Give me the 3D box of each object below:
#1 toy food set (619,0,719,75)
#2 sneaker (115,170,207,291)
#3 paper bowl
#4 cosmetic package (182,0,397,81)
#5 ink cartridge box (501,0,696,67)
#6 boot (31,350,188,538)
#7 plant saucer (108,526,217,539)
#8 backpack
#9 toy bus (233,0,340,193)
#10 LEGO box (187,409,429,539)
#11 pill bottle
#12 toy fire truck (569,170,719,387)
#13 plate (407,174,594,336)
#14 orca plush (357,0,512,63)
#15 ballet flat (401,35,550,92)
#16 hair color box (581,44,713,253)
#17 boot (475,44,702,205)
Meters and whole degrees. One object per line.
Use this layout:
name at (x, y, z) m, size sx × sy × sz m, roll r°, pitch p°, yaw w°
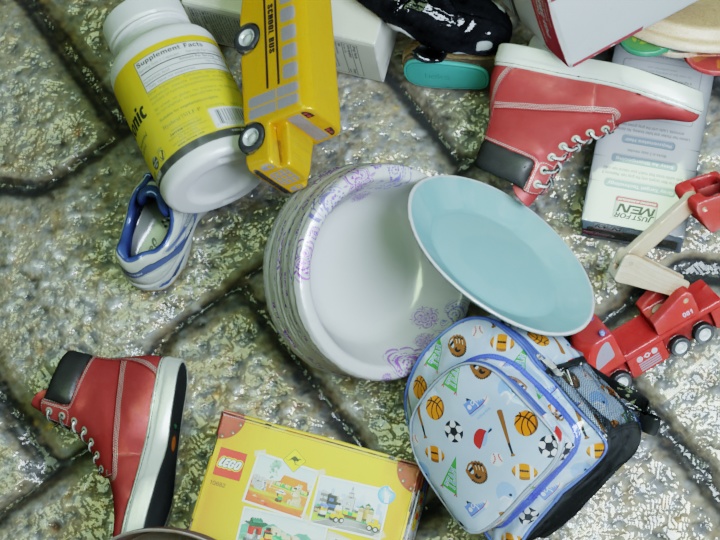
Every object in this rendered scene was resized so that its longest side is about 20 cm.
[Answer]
toy food set at (0.315, -0.251, 1.548) m, size 0.200 × 0.049 × 0.198 m, roll -20°, pitch 44°, yaw -28°
sneaker at (-0.182, -0.078, 1.587) m, size 0.075 × 0.088 × 0.200 m, roll 14°, pitch 77°, yaw 11°
paper bowl at (0.000, 0.000, 1.511) m, size 0.200 × 0.104 × 0.201 m, roll -1°, pitch 92°, yaw -33°
cosmetic package at (-0.064, -0.264, 1.612) m, size 0.200 × 0.103 × 0.087 m, roll 15°, pitch 77°, yaw 8°
ink cartridge box at (0.204, -0.294, 1.505) m, size 0.147 × 0.083 × 0.200 m, roll -29°, pitch 39°, yaw -3°
boot at (-0.250, 0.175, 1.543) m, size 0.144 × 0.072 × 0.200 m, roll 3°, pitch 69°, yaw 7°
plant saucer at (-0.158, 0.309, 1.468) m, size 0.200 × 0.034 × 0.200 m, roll 8°, pitch 118°, yaw 14°
backpack at (0.129, 0.135, 1.450) m, size 0.200 × 0.154 × 0.191 m, roll -49°, pitch 61°, yaw 24°
toy bus at (-0.065, -0.175, 1.481) m, size 0.078 × 0.065 × 0.200 m, roll -18°, pitch 61°, yaw 26°
LEGO box at (-0.051, 0.230, 1.501) m, size 0.200 × 0.077 × 0.149 m, roll 15°, pitch 78°, yaw 10°
pill bottle at (-0.171, -0.164, 1.538) m, size 0.111 × 0.111 × 0.200 m, roll -26°, pitch 68°, yaw -1°
toy fire truck at (0.273, 0.013, 1.490) m, size 0.200 × 0.141 × 0.049 m, roll -30°, pitch 31°, yaw -1°
plate at (0.123, -0.009, 1.459) m, size 0.200 × 0.200 × 0.026 m, roll 44°, pitch 123°, yaw 14°
orca plush at (0.061, -0.268, 1.525) m, size 0.200 × 0.071 × 0.105 m, roll 37°, pitch 71°, yaw -7°
ballet flat at (0.142, -0.204, 1.602) m, size 0.200 × 0.068 × 0.072 m, roll 13°, pitch 58°, yaw 13°
hair color box at (0.279, -0.126, 1.562) m, size 0.099 × 0.061 × 0.200 m, roll 11°, pitch 77°, yaw 10°
boot at (0.211, -0.123, 1.505) m, size 0.200 × 0.072 × 0.144 m, roll 12°, pitch 93°, yaw 19°
